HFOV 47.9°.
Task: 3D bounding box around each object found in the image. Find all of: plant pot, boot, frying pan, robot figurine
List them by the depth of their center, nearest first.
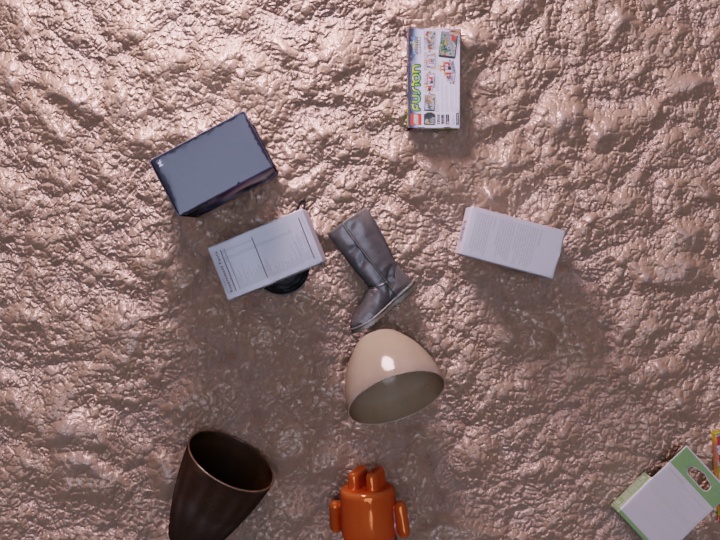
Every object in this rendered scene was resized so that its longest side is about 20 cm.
[{"bbox_3d":[-0.296,0.456,1.602,0.186,0.187,0.201,28,102,-3],"label":"plant pot"},{"bbox_3d":[0.053,0.196,1.606,0.199,0.201,0.135,-18,56,-2],"label":"plant pot"},{"bbox_3d":[0.015,0.501,1.638,0.143,0.117,0.202,-4,91,-17],"label":"robot figurine"},{"bbox_3d":[-0.001,0.001,1.639,0.182,0.073,0.201,-40,100,-14],"label":"boot"},{"bbox_3d":[-0.162,-0.046,1.649,0.114,0.031,0.192,-3,90,-1],"label":"frying pan"}]

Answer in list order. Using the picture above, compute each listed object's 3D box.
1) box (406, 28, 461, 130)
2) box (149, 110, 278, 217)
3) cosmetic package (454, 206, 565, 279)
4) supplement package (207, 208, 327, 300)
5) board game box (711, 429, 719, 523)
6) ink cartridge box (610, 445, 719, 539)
[{"bbox_3d":[0.148,-0.388,1.648,0.109,0.035,0.202,0,92,-2],"label":"box"},{"bbox_3d":[-0.274,-0.196,1.555,0.199,0.198,0.124,-28,93,-1],"label":"box"},{"bbox_3d":[0.302,-0.057,1.649,0.198,0.071,0.102,15,91,-3],"label":"cosmetic package"},{"bbox_3d":[-0.179,-0.031,1.583,0.198,0.110,0.115,-21,91,2],"label":"supplement package"},{"bbox_3d":[0.799,0.436,1.715,0.095,0.030,0.202,-6,95,-2],"label":"board game box"},{"bbox_3d":[0.648,0.479,1.698,0.200,0.048,0.146,-44,93,-1],"label":"ink cartridge box"}]
